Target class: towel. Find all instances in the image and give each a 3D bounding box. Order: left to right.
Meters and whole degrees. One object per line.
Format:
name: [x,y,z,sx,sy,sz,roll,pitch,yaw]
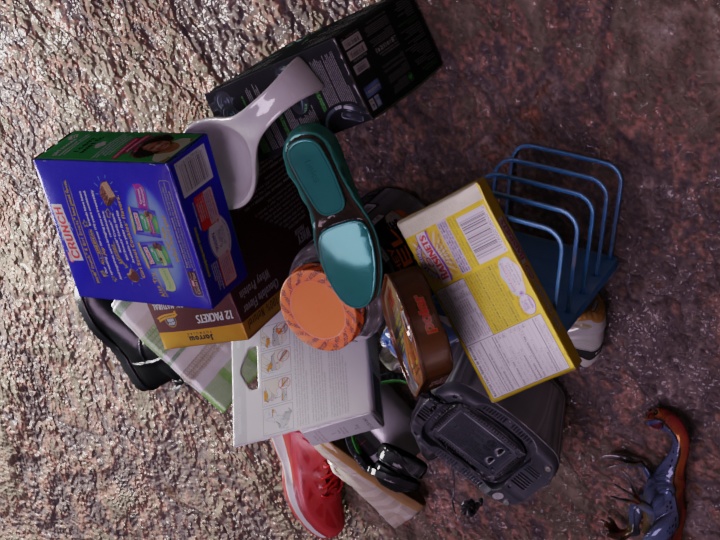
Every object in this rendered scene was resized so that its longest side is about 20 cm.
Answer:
towel: [-0.198,0.061,1.714,0.200,0.031,0.149,43,88,2]

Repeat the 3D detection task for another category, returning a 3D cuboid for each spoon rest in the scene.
spoon rest: [-0.119,-0.135,1.365,0.100,0.061,0.200,49,129,0]

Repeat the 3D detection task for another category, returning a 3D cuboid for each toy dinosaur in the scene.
toy dinosaur: [0.340,0.245,1.532,0.198,0.106,0.183,19,118,-25]

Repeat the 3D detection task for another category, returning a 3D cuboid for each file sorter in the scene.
file sorter: [0.174,-0.034,1.378,0.137,0.200,0.124,15,120,23]

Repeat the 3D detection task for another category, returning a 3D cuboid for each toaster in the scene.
toaster: [0.144,0.157,1.529,0.199,0.130,0.114,36,129,-7]

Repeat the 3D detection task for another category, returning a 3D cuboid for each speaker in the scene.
speaker: [-0.002,0.157,1.663,0.200,0.081,0.081,48,129,-1]

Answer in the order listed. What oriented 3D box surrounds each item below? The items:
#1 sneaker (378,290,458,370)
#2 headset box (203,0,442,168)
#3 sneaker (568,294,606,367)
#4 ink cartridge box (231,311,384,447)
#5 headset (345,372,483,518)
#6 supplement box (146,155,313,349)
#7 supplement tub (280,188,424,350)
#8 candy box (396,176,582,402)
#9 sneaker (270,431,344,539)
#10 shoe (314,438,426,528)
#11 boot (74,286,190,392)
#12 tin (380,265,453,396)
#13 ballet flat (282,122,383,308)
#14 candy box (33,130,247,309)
sneaker: [0.070,0.071,1.514,0.076,0.077,0.200,44,165,5]
headset box: [-0.043,-0.200,1.433,0.198,0.174,0.094,-17,106,36]
sneaker: [0.177,0.062,1.507,0.198,0.076,0.089,12,128,30]
ink cartridge box: [-0.065,0.109,1.578,0.171,0.202,0.044,-17,143,16]
headset: [0.065,0.210,1.576,0.124,0.094,0.200,-45,79,3]
supplement box: [-0.163,-0.047,1.573,0.131,0.197,0.202,-8,112,34]
supplement tub: [0.000,0.000,1.499,0.121,0.200,0.124,14,123,23]
candy box: [0.123,0.020,1.294,0.102,0.026,0.202,-25,95,37]
sneaker: [-0.041,0.255,1.743,0.114,0.078,0.202,-12,110,36]
shoe: [0.000,0.255,1.681,0.053,0.070,0.200,-42,116,13]
boot: [-0.269,0.072,1.784,0.161,0.073,0.200,-17,112,38]
tin: [0.055,0.060,1.346,0.200,0.041,0.113,97,150,-78]
ballet flat: [-0.021,-0.061,1.365,0.066,0.071,0.202,-14,115,17]
candy box: [-0.233,-0.055,1.430,0.198,0.077,0.171,4,121,33]
